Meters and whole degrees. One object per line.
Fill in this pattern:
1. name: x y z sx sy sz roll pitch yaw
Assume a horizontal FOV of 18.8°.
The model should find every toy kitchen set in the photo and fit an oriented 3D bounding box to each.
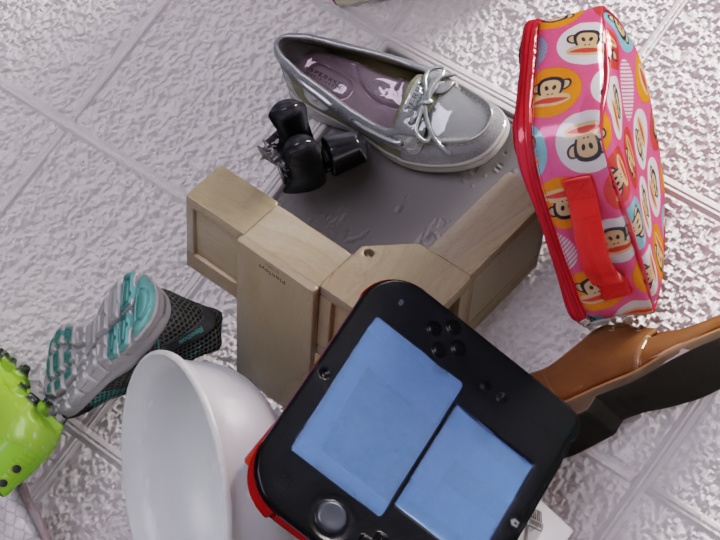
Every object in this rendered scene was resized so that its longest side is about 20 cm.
1. toy kitchen set: 0.000 0.000 1.613 0.200 0.163 0.180 33 56 21

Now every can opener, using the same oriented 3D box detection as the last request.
1. can opener: -0.045 -0.101 1.622 0.078 0.200 0.064 -29 82 3

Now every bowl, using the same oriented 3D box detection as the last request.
1. bowl: -0.095 0.151 1.550 0.090 0.201 0.201 -7 55 -26

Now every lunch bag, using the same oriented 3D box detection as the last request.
1. lunch bag: 0.163 -0.062 1.511 0.082 0.200 0.176 -9 44 16

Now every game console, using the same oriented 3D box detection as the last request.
1. game console: 0.036 0.119 1.421 0.177 0.031 0.200 36 58 -2

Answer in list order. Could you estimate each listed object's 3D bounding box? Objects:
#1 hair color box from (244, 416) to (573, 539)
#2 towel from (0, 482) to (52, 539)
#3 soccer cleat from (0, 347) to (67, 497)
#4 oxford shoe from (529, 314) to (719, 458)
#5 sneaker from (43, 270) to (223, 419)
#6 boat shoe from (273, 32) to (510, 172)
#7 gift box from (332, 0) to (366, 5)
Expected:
1. hair color box: 0.033 0.152 1.469 0.200 0.064 0.111 43 45 3
2. towel: -0.298 0.273 1.583 0.200 0.032 0.191 -31 59 5
3. soccer cleat: -0.281 0.106 1.648 0.081 0.067 0.200 -51 27 -1
4. oxford shoe: 0.198 0.061 1.527 0.199 0.071 0.071 -23 54 10
5. sneaker: -0.172 0.069 1.636 0.200 0.091 0.078 -31 51 51
6. boat shoe: 0.021 -0.134 1.690 0.202 0.065 0.075 25 76 29
7. gift box: 0.040 -0.325 1.704 0.186 0.200 0.185 -6 68 16
